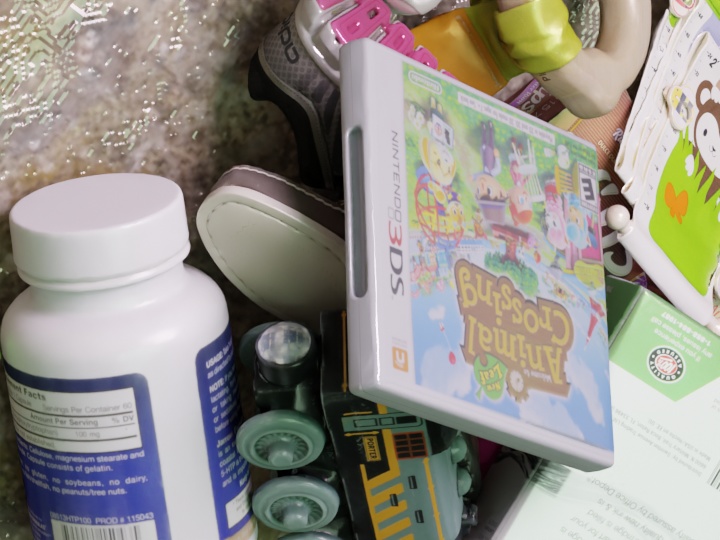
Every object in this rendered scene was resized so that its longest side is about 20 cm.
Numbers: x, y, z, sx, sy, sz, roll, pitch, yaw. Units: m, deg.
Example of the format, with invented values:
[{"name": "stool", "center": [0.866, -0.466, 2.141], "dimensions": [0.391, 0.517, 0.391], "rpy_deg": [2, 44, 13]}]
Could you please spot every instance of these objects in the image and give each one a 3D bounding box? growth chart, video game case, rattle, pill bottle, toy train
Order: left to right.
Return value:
[{"name": "pill bottle", "center": [-0.123, 0.058, 1.538], "dimensions": [0.119, 0.120, 0.201], "rpy_deg": [-16, 112, -24]}, {"name": "toy train", "center": [0.000, 0.095, 1.556], "dimensions": [0.113, 0.086, 0.201], "rpy_deg": [-4, 139, 6]}, {"name": "video game case", "center": [0.061, -0.005, 1.510], "dimensions": [0.200, 0.022, 0.183], "rpy_deg": [21, 61, -47]}, {"name": "rattle", "center": [0.094, -0.172, 1.643], "dimensions": [0.130, 0.143, 0.201], "rpy_deg": [26, 56, -26]}, {"name": "growth chart", "center": [0.194, -0.074, 1.686], "dimensions": [0.145, 0.018, 0.201], "rpy_deg": [35, 63, -43]}]

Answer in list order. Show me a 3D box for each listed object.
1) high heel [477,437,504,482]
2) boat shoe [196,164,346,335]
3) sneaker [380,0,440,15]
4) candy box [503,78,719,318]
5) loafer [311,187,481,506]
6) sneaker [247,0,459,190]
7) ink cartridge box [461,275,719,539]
[{"name": "high heel", "center": [0.037, 0.162, 1.684], "dimensions": [0.096, 0.067, 0.201], "rpy_deg": [13, 102, -42]}, {"name": "boat shoe", "center": [0.000, 0.000, 1.547], "dimensions": [0.200, 0.072, 0.060], "rpy_deg": [33, 49, -24]}, {"name": "sneaker", "center": [0.003, -0.220, 1.533], "dimensions": [0.078, 0.099, 0.201], "rpy_deg": [-34, 118, -16]}, {"name": "candy box", "center": [0.129, -0.009, 1.693], "dimensions": [0.116, 0.056, 0.201], "rpy_deg": [-37, 120, -15]}, {"name": "loafer", "center": [0.013, 0.040, 1.647], "dimensions": [0.073, 0.071, 0.201], "rpy_deg": [-14, 105, 12]}, {"name": "sneaker", "center": [0.015, -0.065, 1.576], "dimensions": [0.200, 0.087, 0.074], "rpy_deg": [47, 39, -21]}, {"name": "ink cartridge box", "center": [0.151, 0.126, 1.643], "dimensions": [0.146, 0.084, 0.201], "rpy_deg": [32, 88, -13]}]
